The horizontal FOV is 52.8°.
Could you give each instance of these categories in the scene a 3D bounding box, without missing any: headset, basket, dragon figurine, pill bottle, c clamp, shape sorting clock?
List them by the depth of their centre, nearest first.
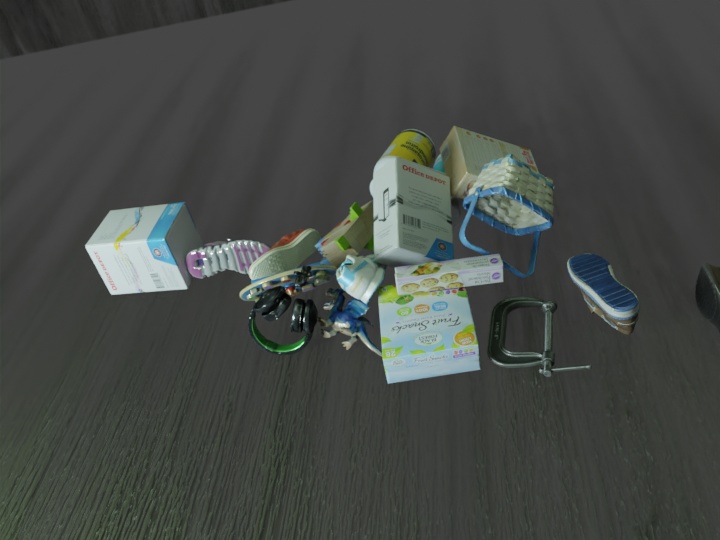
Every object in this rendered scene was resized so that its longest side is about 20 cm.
[{"bbox_3d":[0.307,0.113,1.275,0.170,0.027,0.201,-10,38,16],"label":"c clamp"},{"bbox_3d":[-0.135,0.078,1.334,0.123,0.201,0.094,24,26,-6],"label":"headset"},{"bbox_3d":[-0.012,0.094,1.380,0.199,0.059,0.099,19,49,37],"label":"dragon figurine"},{"bbox_3d":[0.288,-0.105,1.408,0.139,0.176,0.201,-22,44,57],"label":"basket"},{"bbox_3d":[-0.141,0.028,1.438,0.199,0.040,0.200,-16,-7,-2],"label":"shape sorting clock"},{"bbox_3d":[0.202,-0.178,1.612,0.110,0.111,0.201,0,39,20],"label":"pill bottle"},{"bbox_3d":[0.098,-0.243,1.731,0.111,0.113,0.200,7,42,27],"label":"pill bottle"}]

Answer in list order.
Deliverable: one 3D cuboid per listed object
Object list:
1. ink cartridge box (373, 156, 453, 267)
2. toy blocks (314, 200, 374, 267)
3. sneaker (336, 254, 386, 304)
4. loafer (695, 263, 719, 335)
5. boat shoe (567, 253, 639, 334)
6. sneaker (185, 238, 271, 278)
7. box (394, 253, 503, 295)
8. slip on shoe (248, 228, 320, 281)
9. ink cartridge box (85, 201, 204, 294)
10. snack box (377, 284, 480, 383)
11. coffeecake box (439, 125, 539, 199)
[{"bbox_3d":[0.105,-0.107,1.453,0.084,0.145,0.201,-30,52,50],"label":"ink cartridge box"},{"bbox_3d":[-0.034,-0.067,1.548,0.136,0.100,0.200,-28,16,40],"label":"toy blocks"},{"bbox_3d":[0.000,0.000,1.429,0.077,0.080,0.200,-57,5,11],"label":"sneaker"},{"bbox_3d":[0.616,0.065,1.194,0.070,0.073,0.201,-3,42,-1],"label":"loafer"},{"bbox_3d":[0.422,0.042,1.280,0.072,0.073,0.200,-16,32,1],"label":"boat shoe"},{"bbox_3d":[-0.291,-0.038,1.644,0.198,0.081,0.089,-5,20,8],"label":"sneaker"},{"bbox_3d":[0.163,0.007,1.338,0.198,0.042,0.039,-7,37,2],"label":"box"},{"bbox_3d":[-0.172,-0.033,1.595,0.061,0.074,0.200,12,39,41],"label":"slip on shoe"},{"bbox_3d":[-0.489,-0.050,1.664,0.198,0.147,0.147,-4,39,14],"label":"ink cartridge box"},{"bbox_3d":[0.120,0.101,1.316,0.167,0.068,0.201,-10,38,4],"label":"snack box"},{"bbox_3d":[0.283,-0.210,1.552,0.199,0.073,0.154,13,45,-20],"label":"coffeecake box"}]
